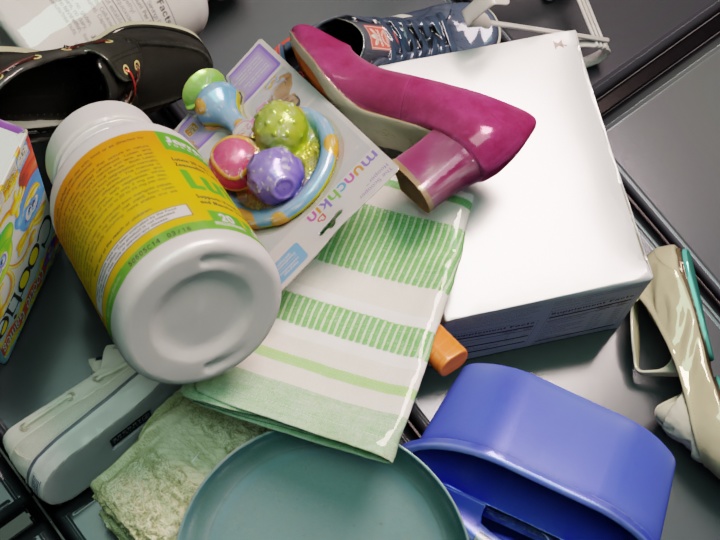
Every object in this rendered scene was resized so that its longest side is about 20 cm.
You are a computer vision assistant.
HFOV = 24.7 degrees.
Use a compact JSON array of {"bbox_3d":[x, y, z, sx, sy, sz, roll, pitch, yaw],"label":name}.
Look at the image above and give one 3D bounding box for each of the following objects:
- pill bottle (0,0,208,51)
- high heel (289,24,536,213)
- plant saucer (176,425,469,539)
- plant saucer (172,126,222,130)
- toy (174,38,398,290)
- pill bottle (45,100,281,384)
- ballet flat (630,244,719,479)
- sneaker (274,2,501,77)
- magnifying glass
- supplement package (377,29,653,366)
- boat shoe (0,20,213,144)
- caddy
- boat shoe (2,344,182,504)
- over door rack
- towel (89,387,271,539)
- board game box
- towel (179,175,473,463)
[{"bbox_3d":[-0.178,-0.209,1.241,0.200,0.114,0.115,-36,77,-16],"label":"pill bottle"},{"bbox_3d":[0.031,-0.127,1.141,0.096,0.068,0.200,-35,49,-10],"label":"high heel"},{"bbox_3d":[-0.024,0.199,1.087,0.199,0.027,0.202,0,90,5],"label":"plant saucer"},{"bbox_3d":[-0.110,-0.034,1.191,0.199,0.032,0.201,3,49,-4],"label":"plant saucer"},{"bbox_3d":[-0.072,-0.085,1.127,0.115,0.047,0.200,-46,43,3],"label":"toy"},{"bbox_3d":[-0.138,-0.027,1.078,0.111,0.111,0.200,-24,43,-13],"label":"pill bottle"},{"bbox_3d":[0.238,0.080,1.206,0.069,0.070,0.201,-11,70,-9],"label":"ballet flat"},{"bbox_3d":[0.020,-0.168,1.259,0.199,0.085,0.075,-21,73,-12],"label":"sneaker"},{"bbox_3d":[0.000,0.000,1.144,0.079,0.022,0.200,-30,57,-27],"label":"magnifying glass"},{"bbox_3d":[0.103,-0.053,1.211,0.155,0.111,0.201,-11,71,-9],"label":"supplement package"},{"bbox_3d":[-0.186,-0.129,1.159,0.201,0.074,0.063,-13,33,-36],"label":"boat shoe"},{"bbox_3d":[0.116,0.155,1.115,0.199,0.142,0.105,24,56,4],"label":"caddy"},{"bbox_3d":[-0.164,0.080,1.164,0.200,0.071,0.070,-38,62,-20],"label":"boat shoe"},{"bbox_3d":[0.105,-0.233,1.252,0.066,0.200,0.149,-29,71,29],"label":"over door rack"},{"bbox_3d":[-0.073,0.170,1.136,0.200,0.036,0.148,43,77,-1],"label":"towel"},{"bbox_3d":[-0.280,-0.028,1.121,0.104,0.200,0.104,20,69,4],"label":"board game box"},{"bbox_3d":[-0.019,0.017,1.105,0.152,0.023,0.201,15,64,13],"label":"towel"}]
